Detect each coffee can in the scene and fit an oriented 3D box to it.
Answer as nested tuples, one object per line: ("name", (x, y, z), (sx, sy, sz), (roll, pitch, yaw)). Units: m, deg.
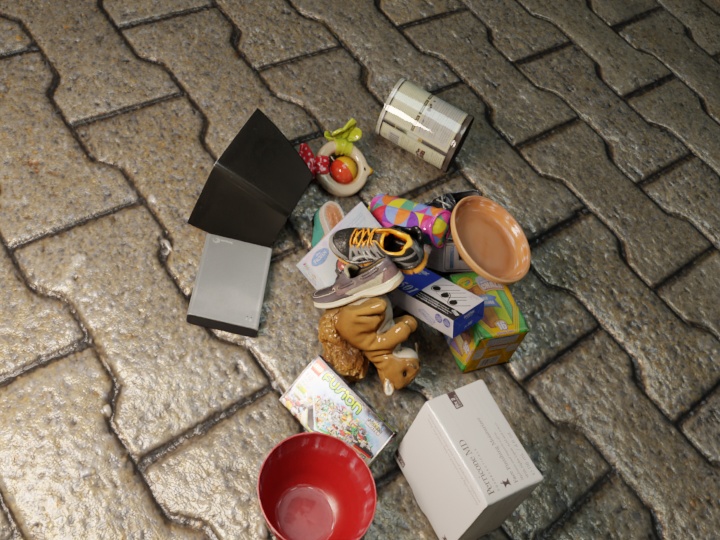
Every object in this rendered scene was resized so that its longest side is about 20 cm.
("coffee can", (0.154, -0.347, 1.998), (0.197, 0.148, 0.147), (30, 49, 6))

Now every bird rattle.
("bird rattle", (-0.056, -0.242, 1.880), (0.163, 0.113, 0.200), (47, 54, -1))

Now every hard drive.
("hard drive", (-0.254, 0.027, 1.639), (0.136, 0.033, 0.203), (13, 50, -9))

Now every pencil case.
("pencil case", (0.102, -0.106, 1.746), (0.087, 0.090, 0.198), (-29, 34, -34))

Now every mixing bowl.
("mixing bowl", (-0.079, 0.381, 1.368), (0.195, 0.109, 0.204), (9, 51, -11))

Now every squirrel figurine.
("squirrel figurine", (0.018, 0.144, 1.575), (0.196, 0.190, 0.142), (-22, 15, 12))

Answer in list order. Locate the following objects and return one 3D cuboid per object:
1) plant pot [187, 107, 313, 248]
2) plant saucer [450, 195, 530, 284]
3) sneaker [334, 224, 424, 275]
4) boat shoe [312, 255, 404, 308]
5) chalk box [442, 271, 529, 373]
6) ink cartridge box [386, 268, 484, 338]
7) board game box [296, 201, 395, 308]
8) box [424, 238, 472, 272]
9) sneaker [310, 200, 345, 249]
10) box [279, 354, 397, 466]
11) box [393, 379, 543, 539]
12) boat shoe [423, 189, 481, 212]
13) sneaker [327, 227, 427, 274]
("plant pot", (-0.213, -0.165, 1.712), (0.176, 0.200, 0.201), (34, 48, -7))
("plant saucer", (0.260, -0.058, 1.702), (0.196, 0.037, 0.204), (18, 52, -25))
("sneaker", (0.043, -0.040, 1.625), (0.196, 0.098, 0.072), (-17, 68, -21))
("boat shoe", (-0.012, 0.019, 1.544), (0.072, 0.197, 0.066), (-44, 113, -51))
("chalk box", (0.233, 0.081, 1.702), (0.122, 0.125, 0.203), (-8, 56, -25))
("ink cartridge box", (0.136, 0.053, 1.617), (0.093, 0.045, 0.198), (-27, 40, -34))
("board game box", (0.000, 0.000, 1.685), (0.200, 0.043, 0.200), (50, 56, -7))
("box", (0.244, -0.036, 1.801), (0.195, 0.116, 0.062), (-2, 98, -21))
("sneaker", (-0.057, -0.036, 1.739), (0.070, 0.080, 0.205), (-1, 73, -33))
("box", (-0.040, 0.260, 1.488), (0.199, 0.035, 0.110), (42, 91, 17))
("box", (0.178, 0.336, 1.432), (0.128, 0.202, 0.201), (-15, 59, -29))
("boat shoe", (0.192, -0.143, 1.902), (0.196, 0.068, 0.073), (-13, 57, -27))
("sneaker", (0.028, -0.051, 1.551), (0.195, 0.078, 0.080), (8, 65, 22))
